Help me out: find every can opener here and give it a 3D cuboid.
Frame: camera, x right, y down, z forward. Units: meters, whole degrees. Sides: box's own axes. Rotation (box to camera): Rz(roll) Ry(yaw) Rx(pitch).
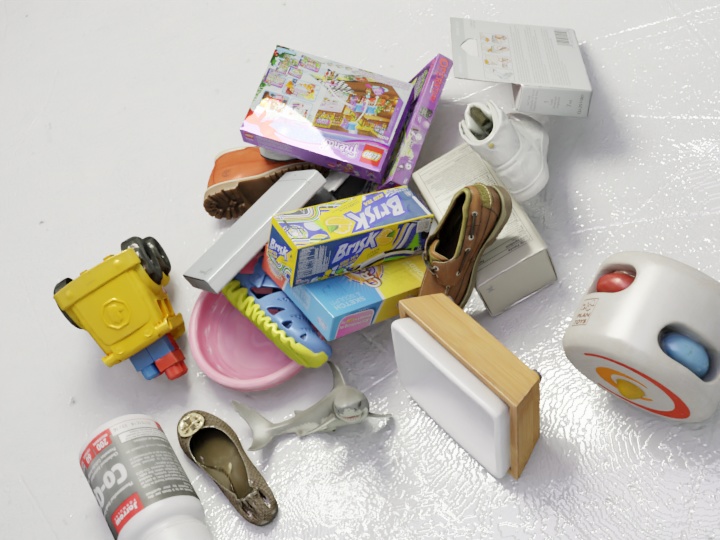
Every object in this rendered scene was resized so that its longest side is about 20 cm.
[{"bbox_3d":[-0.056,-0.090,1.573,0.200,0.067,0.053,-45,28,-16],"label":"can opener"}]

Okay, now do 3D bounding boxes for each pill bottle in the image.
[{"bbox_3d":[-0.263,0.287,1.450,0.114,0.114,0.200,-37,55,0],"label":"pill bottle"}]

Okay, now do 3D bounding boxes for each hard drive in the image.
[{"bbox_3d":[-0.139,-0.053,1.514,0.200,0.027,0.132,-47,18,-13],"label":"hard drive"}]

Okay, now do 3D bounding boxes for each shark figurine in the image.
[{"bbox_3d":[-0.052,0.161,1.450,0.214,0.128,0.090,-20,78,42],"label":"shark figurine"}]

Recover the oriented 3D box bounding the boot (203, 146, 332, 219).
[{"bbox_3d":[-0.124,-0.144,1.657,0.199,0.075,0.108,-9,48,12],"label":"boot"}]

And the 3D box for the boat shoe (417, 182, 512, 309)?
[{"bbox_3d":[0.104,-0.019,1.389,0.072,0.068,0.201,47,124,42],"label":"boat shoe"}]

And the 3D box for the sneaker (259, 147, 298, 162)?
[{"bbox_3d":[-0.048,-0.212,1.623,0.199,0.080,0.074,-19,28,-21],"label":"sneaker"}]

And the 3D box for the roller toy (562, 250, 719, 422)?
[{"bbox_3d":[0.320,0.078,1.285,0.199,0.183,0.140,23,74,30],"label":"roller toy"}]

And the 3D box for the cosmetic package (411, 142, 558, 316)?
[{"bbox_3d":[0.157,-0.056,1.482,0.103,0.087,0.200,-28,55,4],"label":"cosmetic package"}]

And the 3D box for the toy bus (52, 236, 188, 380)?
[{"bbox_3d":[-0.296,0.064,1.574,0.135,0.200,0.192,-33,92,3],"label":"toy bus"}]

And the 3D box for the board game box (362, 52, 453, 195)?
[{"bbox_3d":[0.062,-0.185,1.581,0.032,0.120,0.201,24,71,-10],"label":"board game box"}]

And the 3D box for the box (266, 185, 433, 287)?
[{"bbox_3d":[-0.012,-0.045,1.445,0.199,0.064,0.070,-14,46,-30],"label":"box"}]

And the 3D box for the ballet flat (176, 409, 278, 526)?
[{"bbox_3d":[-0.173,0.244,1.477,0.067,0.046,0.200,-41,56,-4],"label":"ballet flat"}]

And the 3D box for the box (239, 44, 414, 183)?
[{"bbox_3d":[-0.043,-0.208,1.549,0.199,0.039,0.137,18,71,10],"label":"box"}]

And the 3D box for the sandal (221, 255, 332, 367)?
[{"bbox_3d":[-0.099,0.044,1.480,0.087,0.080,0.200,-43,57,-9],"label":"sandal"}]

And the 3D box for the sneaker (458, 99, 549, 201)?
[{"bbox_3d":[0.177,-0.178,1.460,0.074,0.116,0.200,-37,22,18],"label":"sneaker"}]

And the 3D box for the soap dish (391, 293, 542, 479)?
[{"bbox_3d":[0.127,0.130,1.360,0.081,0.158,0.200,-34,54,-19],"label":"soap dish"}]

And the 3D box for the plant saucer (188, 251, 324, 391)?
[{"bbox_3d":[-0.129,0.071,1.552,0.200,0.051,0.201,-9,61,17],"label":"plant saucer"}]

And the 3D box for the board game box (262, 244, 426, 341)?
[{"bbox_3d":[0.000,0.000,1.478,0.199,0.040,0.153,-19,49,-33],"label":"board game box"}]

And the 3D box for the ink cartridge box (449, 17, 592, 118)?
[{"bbox_3d":[0.202,-0.266,1.519,0.173,0.044,0.200,5,34,0],"label":"ink cartridge box"}]
